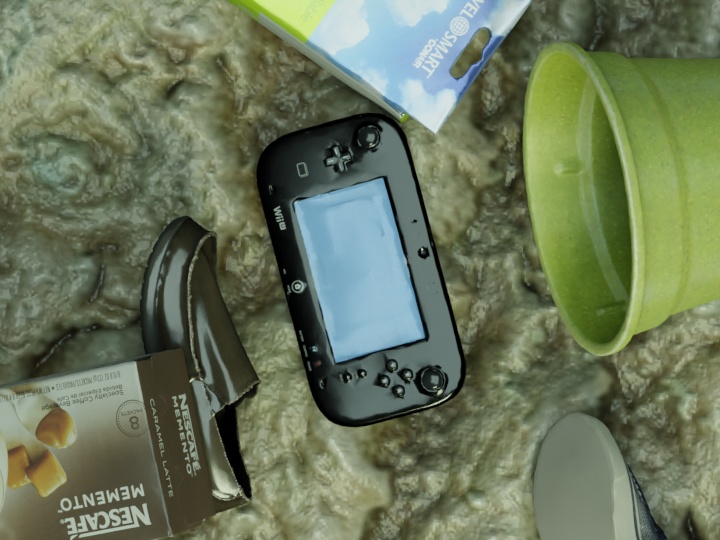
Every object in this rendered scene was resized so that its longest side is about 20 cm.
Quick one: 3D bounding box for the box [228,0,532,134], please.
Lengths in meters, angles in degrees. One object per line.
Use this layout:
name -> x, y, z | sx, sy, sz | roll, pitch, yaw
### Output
box -> 0.001, -0.191, 1.740 | 0.200, 0.048, 0.122 | 36, 86, 1

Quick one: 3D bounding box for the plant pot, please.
plant pot -> 0.222, -0.060, 1.681 | 0.184, 0.200, 0.201 | -10, 86, -14

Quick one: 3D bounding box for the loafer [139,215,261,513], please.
loafer -> -0.097, 0.064, 1.704 | 0.071, 0.073, 0.200 | -1, 96, 16

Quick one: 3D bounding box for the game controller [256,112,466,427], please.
game controller -> 0.000, 0.000, 1.730 | 0.104, 0.042, 0.200 | -15, 86, -3

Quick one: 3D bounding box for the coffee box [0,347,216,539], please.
coffee box -> -0.204, 0.125, 1.662 | 0.200, 0.080, 0.115 | -11, 90, 19

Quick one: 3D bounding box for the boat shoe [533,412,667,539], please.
boat shoe -> 0.177, 0.192, 1.709 | 0.075, 0.093, 0.200 | -32, 55, 34
